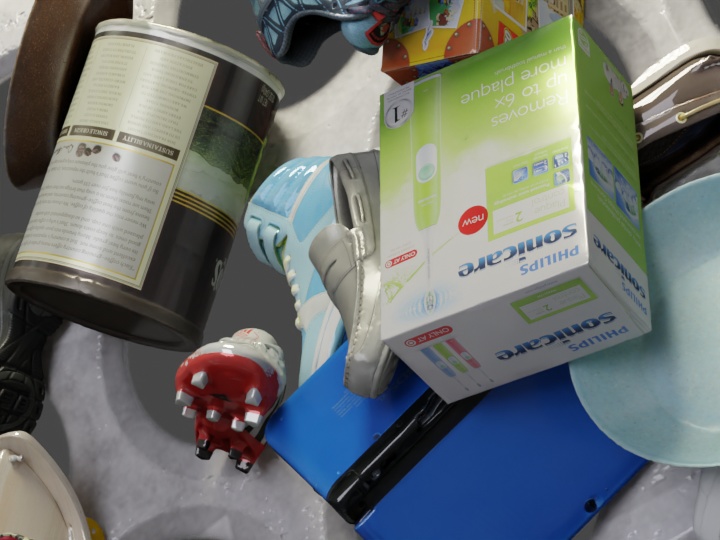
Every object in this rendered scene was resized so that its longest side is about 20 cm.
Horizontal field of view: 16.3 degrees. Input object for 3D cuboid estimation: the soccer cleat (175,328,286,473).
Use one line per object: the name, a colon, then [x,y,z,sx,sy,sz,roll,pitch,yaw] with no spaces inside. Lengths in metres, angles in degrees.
soccer cleat: [-0.081,0.071,1.683,0.068,0.200,0.085,16,70,5]

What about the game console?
game console: [0.068,0.100,1.622,0.200,0.118,0.171,-44,35,-6]

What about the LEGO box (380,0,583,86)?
LEGO box: [0.086,-0.202,1.703,0.077,0.149,0.201,-9,66,30]

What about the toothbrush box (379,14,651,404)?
toothbrush box: [0.093,-0.038,1.559,0.145,0.086,0.200,-21,49,26]

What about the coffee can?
coffee can: [-0.153,-0.060,1.801,0.146,0.146,0.200,10,76,35]

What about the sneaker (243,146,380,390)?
sneaker: [-0.031,0.010,1.741,0.130,0.080,0.200,3,69,37]

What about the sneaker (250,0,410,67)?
sneaker: [0.016,-0.185,1.612,0.200,0.079,0.096,-19,70,36]

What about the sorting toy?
sorting toy: [-0.284,0.242,1.796,0.180,0.107,0.200,-22,45,38]

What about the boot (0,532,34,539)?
boot: [-0.187,0.279,1.678,0.073,0.154,0.204,-21,61,25]

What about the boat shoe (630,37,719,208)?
boat shoe: [0.171,-0.069,1.644,0.200,0.072,0.060,-37,52,8]

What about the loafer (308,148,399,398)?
loafer: [0.000,0.000,1.616,0.070,0.070,0.200,9,43,-3]

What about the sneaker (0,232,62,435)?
sneaker: [-0.279,0.062,1.890,0.091,0.076,0.200,6,67,45]

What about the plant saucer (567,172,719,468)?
plant saucer: [0.223,0.034,1.507,0.201,0.039,0.201,-15,54,23]

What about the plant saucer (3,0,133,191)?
plant saucer: [-0.211,-0.151,1.864,0.034,0.200,0.201,17,79,9]

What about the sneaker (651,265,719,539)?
sneaker: [0.222,0.079,1.553,0.115,0.074,0.200,10,68,38]
